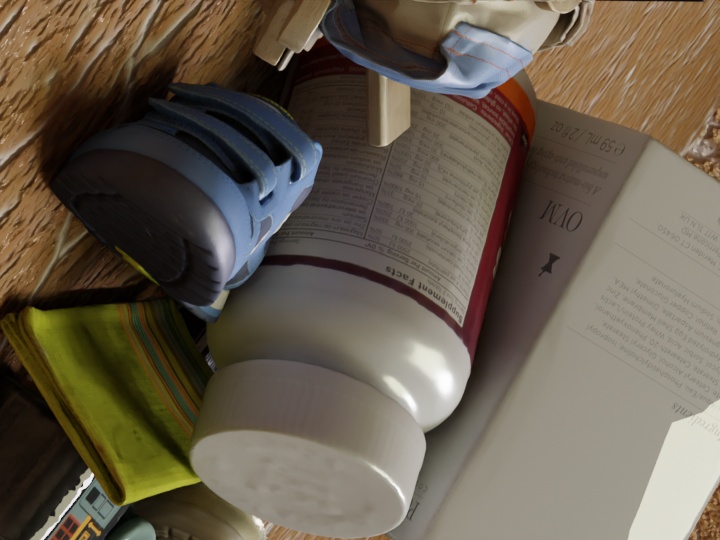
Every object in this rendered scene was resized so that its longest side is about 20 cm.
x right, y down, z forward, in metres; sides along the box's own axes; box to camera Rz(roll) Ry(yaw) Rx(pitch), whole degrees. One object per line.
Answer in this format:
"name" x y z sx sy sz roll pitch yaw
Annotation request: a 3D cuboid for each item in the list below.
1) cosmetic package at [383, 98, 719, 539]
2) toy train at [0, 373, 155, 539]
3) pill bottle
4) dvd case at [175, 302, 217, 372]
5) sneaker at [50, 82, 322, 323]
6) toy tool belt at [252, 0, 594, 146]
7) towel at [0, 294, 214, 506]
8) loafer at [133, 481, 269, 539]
"cosmetic package" 0.074 0.037 1.285 0.201 0.123 0.199 -61 -154 -2
"toy train" -0.160 0.132 1.151 0.200 0.085 0.114 -51 159 -10
"pill bottle" 0.000 0.000 1.188 0.110 0.109 0.201 110 -3 -62
"dvd case" -0.109 0.083 1.395 0.200 0.025 0.150 -52 172 -12
"sneaker" -0.059 -0.035 1.061 0.082 0.074 0.200 -51 180 -3
"toy tool belt" 0.018 -0.102 1.051 0.123 0.124 0.200 -64 170 6
"towel" -0.087 0.049 1.172 0.018 0.086 0.200 -35 174 10
"loafer" -0.086 0.110 1.294 0.069 0.075 0.200 -63 -169 -17
